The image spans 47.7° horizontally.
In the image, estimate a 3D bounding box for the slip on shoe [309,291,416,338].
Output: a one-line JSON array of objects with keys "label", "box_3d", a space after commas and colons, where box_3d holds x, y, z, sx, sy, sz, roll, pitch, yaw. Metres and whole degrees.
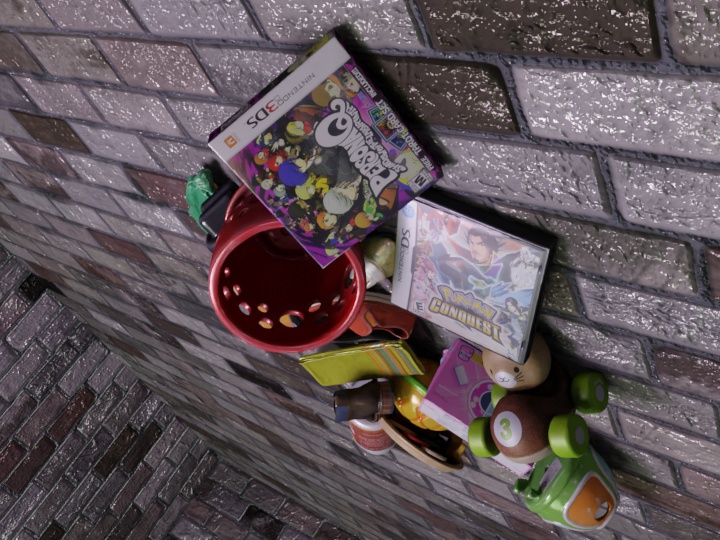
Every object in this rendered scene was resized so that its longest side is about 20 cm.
[{"label": "slip on shoe", "box_3d": [0.000, 0.065, 1.202, 0.198, 0.062, 0.074, 11, 169, -31]}]

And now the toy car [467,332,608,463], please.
[{"label": "toy car", "box_3d": [0.205, 0.137, 1.085, 0.163, 0.158, 0.201, -12, 117, 45]}]

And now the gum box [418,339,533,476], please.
[{"label": "gum box", "box_3d": [0.194, 0.207, 1.250, 0.199, 0.114, 0.066, 31, 156, 10]}]

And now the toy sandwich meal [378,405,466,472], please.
[{"label": "toy sandwich meal", "box_3d": [0.117, 0.277, 1.448, 0.204, 0.071, 0.205, 33, -174, -4]}]

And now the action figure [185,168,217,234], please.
[{"label": "action figure", "box_3d": [-0.248, -0.110, 1.344, 0.117, 0.055, 0.200, 34, 161, 10]}]

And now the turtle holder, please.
[{"label": "turtle holder", "box_3d": [0.327, 0.342, 1.289, 0.131, 0.142, 0.186, 33, 156, 3]}]

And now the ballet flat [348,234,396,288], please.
[{"label": "ballet flat", "box_3d": [0.000, 0.000, 1.194, 0.071, 0.071, 0.199, 42, 156, -14]}]

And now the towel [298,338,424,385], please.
[{"label": "towel", "box_3d": [0.001, 0.155, 1.318, 0.198, 0.018, 0.086, -12, 133, 29]}]

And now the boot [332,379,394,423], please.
[{"label": "boot", "box_3d": [-0.011, 0.221, 1.380, 0.096, 0.076, 0.200, -1, 164, -12]}]

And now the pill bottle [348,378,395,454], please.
[{"label": "pill bottle", "box_3d": [0.030, 0.303, 1.660, 0.111, 0.113, 0.201, 27, 155, 19]}]

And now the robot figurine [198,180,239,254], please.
[{"label": "robot figurine", "box_3d": [-0.159, -0.041, 1.257, 0.124, 0.151, 0.200, -14, 130, 47]}]

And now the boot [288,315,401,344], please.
[{"label": "boot", "box_3d": [-0.037, 0.085, 1.317, 0.201, 0.075, 0.153, 7, 169, -21]}]

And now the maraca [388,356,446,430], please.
[{"label": "maraca", "box_3d": [0.095, 0.194, 1.376, 0.199, 0.107, 0.137, 37, 171, 18]}]

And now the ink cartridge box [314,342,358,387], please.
[{"label": "ink cartridge box", "box_3d": [-0.081, 0.107, 1.438, 0.199, 0.047, 0.160, 39, -173, -10]}]

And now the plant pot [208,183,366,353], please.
[{"label": "plant pot", "box_3d": [-0.093, -0.022, 1.074, 0.201, 0.199, 0.183, 47, -162, -25]}]

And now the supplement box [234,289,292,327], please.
[{"label": "supplement box", "box_3d": [-0.177, 0.037, 1.465, 0.201, 0.066, 0.069, 63, -176, -56]}]

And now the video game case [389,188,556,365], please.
[{"label": "video game case", "box_3d": [0.129, 0.005, 0.996, 0.198, 0.025, 0.182, 25, 133, 25]}]

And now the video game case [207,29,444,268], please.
[{"label": "video game case", "box_3d": [-0.036, -0.127, 0.897, 0.200, 0.180, 0.036, 48, -164, -25]}]
